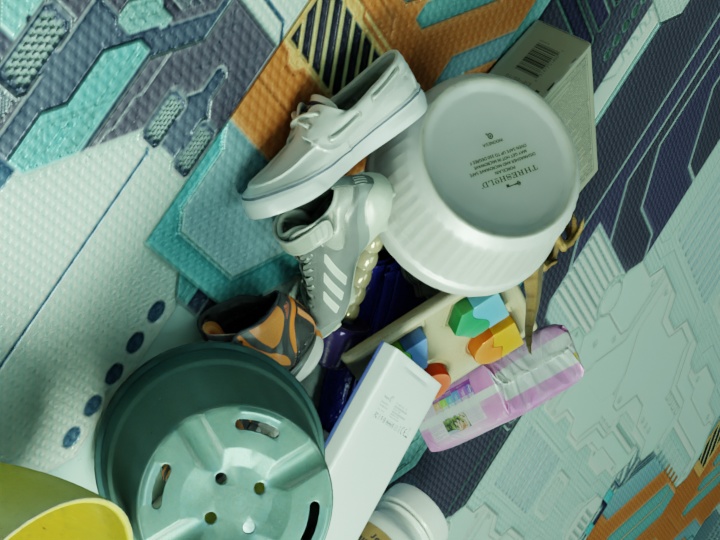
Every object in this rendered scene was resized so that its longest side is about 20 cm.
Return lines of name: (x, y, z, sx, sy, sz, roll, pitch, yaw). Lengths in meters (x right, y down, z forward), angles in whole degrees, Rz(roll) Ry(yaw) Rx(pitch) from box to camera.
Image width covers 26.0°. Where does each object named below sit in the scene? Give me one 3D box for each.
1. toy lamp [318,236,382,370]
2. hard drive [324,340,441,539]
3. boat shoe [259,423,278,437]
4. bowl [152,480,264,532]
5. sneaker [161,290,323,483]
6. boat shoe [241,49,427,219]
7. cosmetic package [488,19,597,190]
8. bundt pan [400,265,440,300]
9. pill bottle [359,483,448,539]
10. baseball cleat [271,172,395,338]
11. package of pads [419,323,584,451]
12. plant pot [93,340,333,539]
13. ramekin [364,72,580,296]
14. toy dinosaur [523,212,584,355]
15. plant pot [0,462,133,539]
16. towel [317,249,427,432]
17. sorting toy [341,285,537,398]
toy lamp: (0.000, 0.000, 1.498, 0.058, 0.058, 0.202, -6, 118, -57)
hard drive: (0.001, 0.176, 1.471, 0.201, 0.025, 0.132, -61, 152, -7)
boat shoe: (-0.090, 0.201, 1.519, 0.072, 0.068, 0.201, -32, 141, -42)
bowl: (-0.144, 0.259, 1.444, 0.200, 0.107, 0.201, -39, 145, -34)
sneaker: (-0.125, 0.097, 1.378, 0.201, 0.077, 0.112, -54, 140, -14)
boat shoe: (-0.031, -0.119, 1.335, 0.200, 0.073, 0.066, -40, 116, -26)
cosmetic package: (0.194, -0.153, 1.654, 0.104, 0.073, 0.201, -47, 150, -24)
bundt pan: (0.121, -0.059, 1.563, 0.201, 0.075, 0.204, -21, 116, -50)
pill bottle: (0.006, 0.336, 1.757, 0.200, 0.114, 0.115, -40, 146, -34)
baseball cleat: (-0.042, -0.015, 1.407, 0.106, 0.070, 0.201, -1, 133, -30)
package of pads: (0.150, 0.132, 1.732, 0.120, 0.076, 0.200, -22, 172, -29)
plant pot: (-0.109, 0.165, 1.234, 0.201, 0.199, 0.196, -58, -169, -4)
ramekin: (0.109, -0.087, 1.422, 0.202, 0.202, 0.094, -44, 180, -27)
toy dinosaur: (0.169, -0.019, 1.532, 0.106, 0.060, 0.202, -2, 85, -45)
plant pot: (-0.286, 0.219, 1.136, 0.200, 0.141, 0.201, -39, 145, -35)
towel: (0.029, 0.069, 1.615, 0.147, 0.049, 0.202, -15, 129, -52)
sorting toy: (0.086, 0.076, 1.551, 0.184, 0.037, 0.200, -33, 154, 1)
